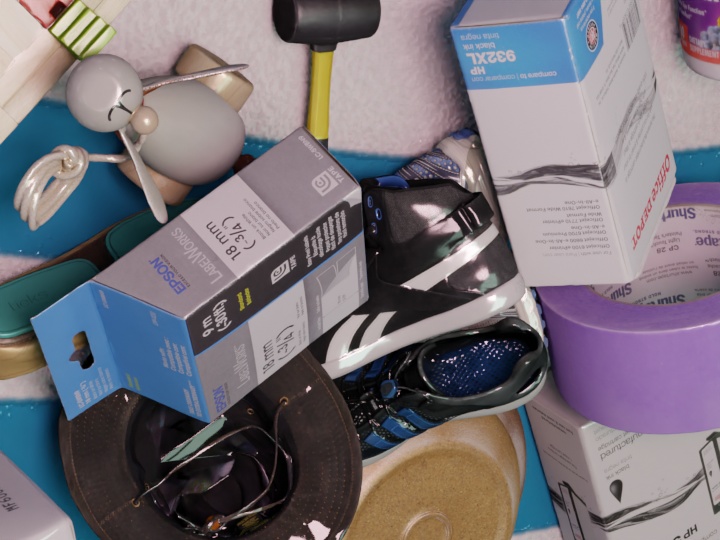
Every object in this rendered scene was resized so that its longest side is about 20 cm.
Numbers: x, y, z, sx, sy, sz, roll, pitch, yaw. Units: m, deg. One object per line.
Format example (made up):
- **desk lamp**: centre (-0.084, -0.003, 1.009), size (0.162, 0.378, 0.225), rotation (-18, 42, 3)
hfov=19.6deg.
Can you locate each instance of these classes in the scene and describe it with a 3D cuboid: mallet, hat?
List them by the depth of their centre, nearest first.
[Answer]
- **hat**: centre (-0.097, 0.122, 1.355), size (0.199, 0.081, 0.202), rotation (1, 76, -5)
- **mallet**: centre (-0.019, -0.096, 1.367), size (0.065, 0.041, 0.202), rotation (-15, 120, -23)

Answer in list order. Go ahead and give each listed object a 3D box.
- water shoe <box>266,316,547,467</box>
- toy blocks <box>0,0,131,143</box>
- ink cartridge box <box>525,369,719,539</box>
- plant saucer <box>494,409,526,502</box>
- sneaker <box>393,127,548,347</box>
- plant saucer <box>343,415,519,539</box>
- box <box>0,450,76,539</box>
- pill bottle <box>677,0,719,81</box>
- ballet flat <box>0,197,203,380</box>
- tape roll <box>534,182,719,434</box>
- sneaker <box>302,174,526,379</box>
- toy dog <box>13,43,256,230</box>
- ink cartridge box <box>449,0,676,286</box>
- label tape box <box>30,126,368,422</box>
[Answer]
- **water shoe**: centre (0.027, 0.075, 1.388), size (0.199, 0.072, 0.079), rotation (-20, 158, -3)
- **toy blocks**: centre (-0.215, -0.169, 1.190), size (0.200, 0.100, 0.137), rotation (-49, 114, -7)
- **ink cartridge box**: centre (0.221, 0.149, 1.581), size (0.145, 0.084, 0.201), rotation (-30, 121, -19)
- **plant saucer**: centre (0.046, 0.163, 1.508), size (0.199, 0.037, 0.202), rotation (-12, 114, -28)
- **sneaker**: centre (0.068, 0.004, 1.445), size (0.085, 0.077, 0.201), rotation (-22, 112, -11)
- **plant saucer**: centre (0.038, 0.181, 1.466), size (0.199, 0.035, 0.202), rotation (-12, 114, -28)
- **box**: centre (-0.276, 0.215, 1.227), size (0.198, 0.200, 0.173), rotation (-21, 117, -24)
- **pill bottle**: centre (0.270, -0.241, 1.439), size (0.111, 0.111, 0.201), rotation (-22, 118, -23)
- **ballet flat**: centre (-0.157, 0.011, 1.316), size (0.199, 0.069, 0.063), rotation (-22, 147, -20)
- **tape roll**: centre (0.225, 0.023, 1.461), size (0.199, 0.200, 0.086), rotation (-26, 122, -20)
- **sneaker**: centre (0.000, 0.000, 1.380), size (0.199, 0.073, 0.113), rotation (-21, 98, 11)
- **toy dog**: centre (-0.106, -0.077, 1.236), size (0.133, 0.096, 0.200), rotation (-63, 168, 25)
- **ink cartridge box**: centre (0.140, -0.110, 1.388), size (0.145, 0.083, 0.201), rotation (-60, 140, -50)
- **label tape box**: centre (-0.090, 0.023, 1.258), size (0.200, 0.063, 0.145), rotation (-37, 156, -16)
